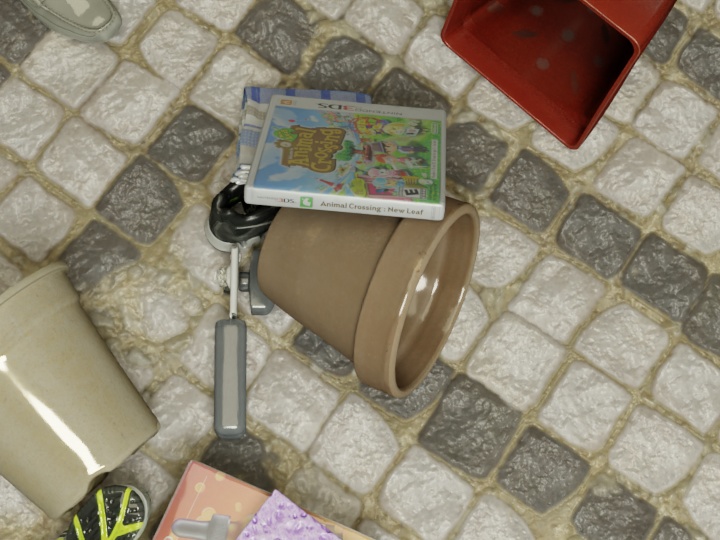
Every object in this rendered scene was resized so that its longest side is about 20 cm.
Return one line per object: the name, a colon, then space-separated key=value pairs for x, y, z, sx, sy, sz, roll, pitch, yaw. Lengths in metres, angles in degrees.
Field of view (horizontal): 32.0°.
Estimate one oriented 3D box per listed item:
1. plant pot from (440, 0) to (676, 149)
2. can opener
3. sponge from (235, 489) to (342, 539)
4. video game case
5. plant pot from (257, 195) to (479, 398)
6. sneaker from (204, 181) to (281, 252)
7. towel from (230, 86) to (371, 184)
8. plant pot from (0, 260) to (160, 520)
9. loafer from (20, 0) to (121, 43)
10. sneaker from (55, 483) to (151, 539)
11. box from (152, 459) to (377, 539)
plant pot: x=0.233 y=-0.288 z=1.326 sx=0.200 sy=0.200 sz=0.176 roll=41 pitch=65 yaw=10
can opener: x=-0.119 y=0.068 z=1.264 sx=0.066 sy=0.053 sz=0.200 roll=4 pitch=73 yaw=-2
sponge: x=-0.092 y=0.301 z=1.093 sx=0.112 sy=0.030 sz=0.200 roll=37 pitch=75 yaw=8
video game case: x=-0.009 y=-0.113 z=1.211 sx=0.182 sy=0.022 sz=0.200 roll=5 pitch=33 yaw=1
plant pot: x=0.000 y=0.000 z=1.230 sx=0.175 sy=0.200 sz=0.200 roll=22 pitch=73 yaw=18
sneaker: x=-0.071 y=-0.088 z=1.294 sx=0.200 sy=0.091 sz=0.066 roll=-28 pitch=74 yaw=-10
towel: x=-0.054 y=-0.139 z=1.286 sx=0.147 sy=0.024 sz=0.200 roll=2 pitch=34 yaw=-3
plant pot: x=-0.296 y=0.125 z=1.181 sx=0.200 sy=0.200 sz=0.184 roll=-41 pitch=90 yaw=-13
loafer: x=-0.347 y=-0.317 z=1.365 sx=0.200 sy=0.070 sz=0.070 roll=33 pitch=74 yaw=8
sneaker: x=-0.266 y=0.283 z=1.186 sx=0.200 sy=0.076 sz=0.075 roll=-43 pitch=81 yaw=5
box: x=-0.096 y=0.289 z=1.168 sx=0.200 sy=0.106 sz=0.152 roll=22 pitch=73 yaw=4
